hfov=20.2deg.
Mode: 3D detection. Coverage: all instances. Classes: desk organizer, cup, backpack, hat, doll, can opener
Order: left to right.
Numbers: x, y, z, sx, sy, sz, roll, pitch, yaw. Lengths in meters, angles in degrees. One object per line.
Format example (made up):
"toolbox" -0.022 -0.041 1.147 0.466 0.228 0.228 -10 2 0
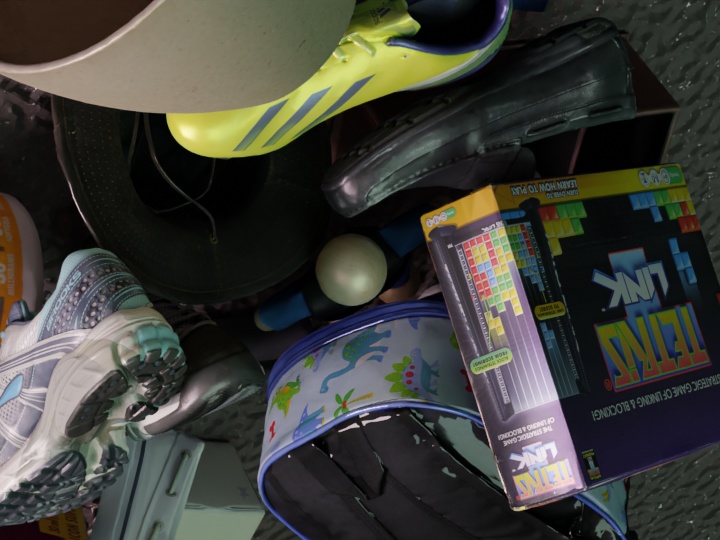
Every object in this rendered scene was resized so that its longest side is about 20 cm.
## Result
"can opener" -0.122 0.071 1.245 0.198 0.067 0.054 -7 134 -15
"hat" -0.107 -0.069 1.101 0.081 0.202 0.200 -11 155 44
"cup" -0.081 -0.155 0.963 0.200 0.201 0.143 -44 138 14
"doll" 0.000 0.000 1.186 0.136 0.049 0.200 -32 175 2
"backpack" 0.043 0.102 1.177 0.182 0.148 0.200 -28 129 32
"desk organizer" 0.084 -0.084 1.209 0.199 0.077 0.072 -8 133 -23

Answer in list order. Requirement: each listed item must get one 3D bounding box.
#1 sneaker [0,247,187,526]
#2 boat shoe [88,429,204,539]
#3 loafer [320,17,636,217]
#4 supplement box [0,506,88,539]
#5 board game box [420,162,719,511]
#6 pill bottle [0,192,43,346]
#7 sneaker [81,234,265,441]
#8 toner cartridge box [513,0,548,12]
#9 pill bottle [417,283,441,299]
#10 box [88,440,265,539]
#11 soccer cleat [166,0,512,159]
"sneaker" -0.158 0.063 1.051 0.077 0.087 0.200 -4 148 -42
"boat shoe" -0.133 0.179 1.213 0.066 0.201 0.074 10 152 -5
"loafer" 0.071 -0.073 1.111 0.200 0.068 0.071 -28 100 -22
"supplement box" -0.263 0.165 1.160 0.199 0.131 0.104 15 106 -19
"board game box" 0.134 0.031 1.121 0.057 0.166 0.199 -24 171 38
"pill bottle" -0.277 0.007 1.063 0.199 0.117 0.117 6 126 -34
"sneaker" -0.120 0.029 1.112 0.075 0.116 0.200 -23 -179 -21
"toner cartridge box" 0.026 -0.197 1.097 0.199 0.043 0.095 0 128 -29
"pill bottle" 0.139 0.060 1.346 0.199 0.114 0.114 -3 131 -27
"box" -0.145 0.208 1.359 0.082 0.069 0.201 8 124 -34
"soccer cleat" -0.010 -0.115 1.059 0.199 0.065 0.084 -20 169 -24
